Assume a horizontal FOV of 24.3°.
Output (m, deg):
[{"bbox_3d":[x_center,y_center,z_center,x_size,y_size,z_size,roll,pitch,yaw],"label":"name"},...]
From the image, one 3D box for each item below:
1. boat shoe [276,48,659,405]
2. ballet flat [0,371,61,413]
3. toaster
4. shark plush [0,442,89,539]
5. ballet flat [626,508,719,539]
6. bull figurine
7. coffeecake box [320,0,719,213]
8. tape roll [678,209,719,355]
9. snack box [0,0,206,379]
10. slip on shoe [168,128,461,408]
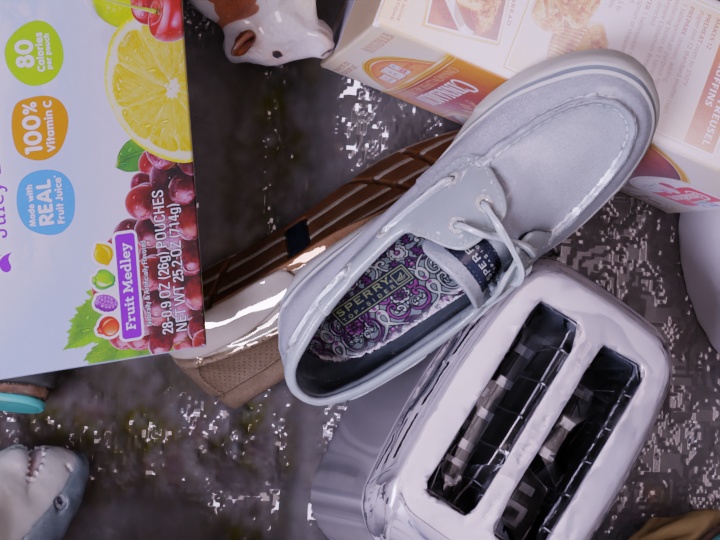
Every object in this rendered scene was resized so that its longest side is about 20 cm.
[{"bbox_3d":[0.045,-0.009,0.696,0.201,0.072,0.070,-39,112,21],"label":"boat shoe"},{"bbox_3d":[-0.236,0.028,0.762,0.199,0.068,0.069,4,78,-21],"label":"ballet flat"},{"bbox_3d":[0.066,0.070,0.780,0.113,0.129,0.201,35,83,-9],"label":"toaster"},{"bbox_3d":[-0.177,0.179,0.767,0.083,0.091,0.202,12,79,-41],"label":"shark plush"},{"bbox_3d":[0.118,0.161,0.773,0.200,0.063,0.069,-14,102,-54],"label":"ballet flat"},{"bbox_3d":[-0.063,-0.193,0.776,0.121,0.065,0.200,-41,85,15],"label":"bull figurine"},{"bbox_3d":[0.095,-0.097,0.777,0.199,0.153,0.073,22,86,-9],"label":"coffeecake box"},{"bbox_3d":[0.268,-0.019,0.850,0.201,0.071,0.204,0,88,-10],"label":"tape roll"},{"bbox_3d":[-0.158,-0.057,0.699,0.168,0.068,0.201,-7,104,-21],"label":"snack box"},{"bbox_3d":[0.000,0.000,0.781,0.199,0.076,0.061,-30,111,9],"label":"slip on shoe"}]
